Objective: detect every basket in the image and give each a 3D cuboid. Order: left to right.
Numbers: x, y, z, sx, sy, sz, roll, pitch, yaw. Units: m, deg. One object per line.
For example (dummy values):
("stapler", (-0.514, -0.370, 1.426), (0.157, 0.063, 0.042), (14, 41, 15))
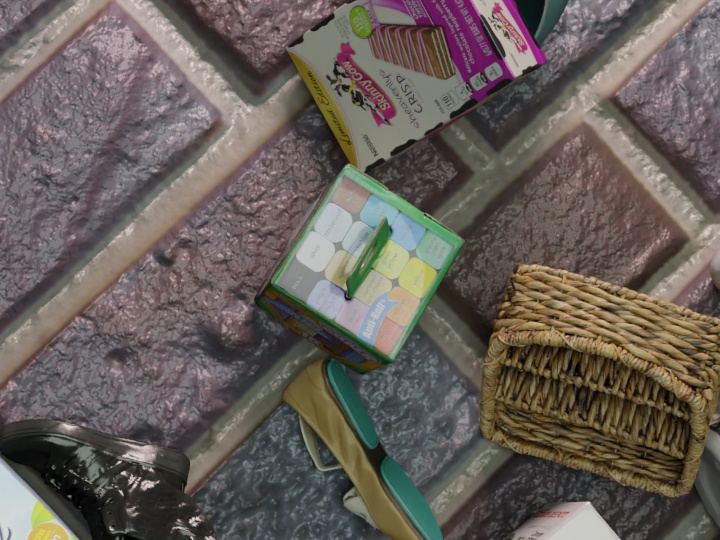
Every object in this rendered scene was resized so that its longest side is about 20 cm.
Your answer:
("basket", (0.206, 0.095, 1.589), (0.199, 0.143, 0.150), (18, 80, 15))

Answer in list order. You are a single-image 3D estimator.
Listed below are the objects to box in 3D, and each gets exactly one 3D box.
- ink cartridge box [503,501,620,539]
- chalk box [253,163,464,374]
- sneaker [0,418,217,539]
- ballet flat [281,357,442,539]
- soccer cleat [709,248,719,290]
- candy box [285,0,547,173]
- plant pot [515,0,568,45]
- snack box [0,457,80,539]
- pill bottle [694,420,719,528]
("ink cartridge box", (0.128, 0.288, 1.581), (0.200, 0.147, 0.083), (-38, 89, -12))
("chalk box", (0.000, 0.000, 1.561), (0.124, 0.200, 0.125), (33, 80, -5))
("sneaker", (-0.214, 0.195, 1.564), (0.199, 0.060, 0.105), (13, 60, -11))
("ballet flat", (-0.001, 0.172, 1.623), (0.063, 0.069, 0.201), (-32, 87, 17))
("soccer cleat", (0.413, -0.031, 1.696), (0.199, 0.078, 0.070), (-26, 89, -11))
("candy box", (0.045, -0.186, 1.593), (0.061, 0.200, 0.137), (-29, 88, -48))
("plant pot", (0.112, -0.279, 1.631), (0.135, 0.200, 0.201), (-31, 90, -48))
("snack box", (-0.359, 0.241, 1.543), (0.200, 0.068, 0.169), (-44, 93, -10))
("pill bottle", (0.405, 0.158, 1.658), (0.199, 0.114, 0.115), (-24, 89, -12))
